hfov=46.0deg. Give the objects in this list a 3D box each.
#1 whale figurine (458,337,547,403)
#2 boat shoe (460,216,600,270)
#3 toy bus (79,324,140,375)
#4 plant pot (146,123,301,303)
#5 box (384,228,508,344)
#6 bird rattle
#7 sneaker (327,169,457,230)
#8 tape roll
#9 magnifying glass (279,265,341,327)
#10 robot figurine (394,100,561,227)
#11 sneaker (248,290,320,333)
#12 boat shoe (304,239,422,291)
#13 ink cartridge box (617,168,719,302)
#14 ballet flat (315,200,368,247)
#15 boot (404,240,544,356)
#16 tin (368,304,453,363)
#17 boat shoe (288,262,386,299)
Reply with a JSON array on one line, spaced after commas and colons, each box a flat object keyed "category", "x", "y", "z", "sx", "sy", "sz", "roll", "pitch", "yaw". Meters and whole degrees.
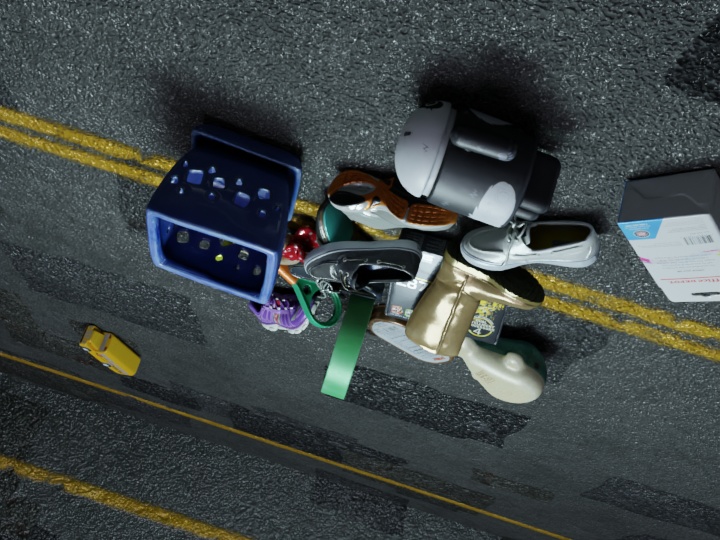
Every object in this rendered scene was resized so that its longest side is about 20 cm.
[{"category": "whale figurine", "x": 0.256, "y": 0.160, "z": 1.574, "sx": 0.198, "sy": 0.105, "sz": 0.159, "roll": 33, "pitch": 153, "yaw": -8}, {"category": "boat shoe", "x": 0.232, "y": -0.047, "z": 1.194, "sx": 0.199, "sy": 0.076, "sz": 0.086, "roll": 4, "pitch": 152, "yaw": 24}, {"category": "toy bus", "x": -0.709, "y": 0.227, "z": 2.403, "sx": 0.077, "sy": 0.066, "sz": 0.201, "roll": 7, "pitch": 152, "yaw": 22}, {"category": "plant pot", "x": -0.195, "y": -0.091, "z": 1.275, "sx": 0.197, "sy": 0.182, "sz": 0.200, "roll": 19, "pitch": 156, "yaw": -2}, {"category": "box", "x": 0.146, "y": 0.028, "z": 1.380, "sx": 0.197, "sy": 0.049, "sz": 0.163, "roll": 16, "pitch": 132, "yaw": 7}, {"category": "bird rattle", "x": -0.151, "y": -0.052, "z": 1.469, "sx": 0.196, "sy": 0.115, "sz": 0.163, "roll": 9, "pitch": 168, "yaw": -11}, {"category": "sneaker", "x": 0.054, "y": -0.093, "z": 1.243, "sx": 0.197, "sy": 0.077, "sz": 0.092, "roll": 16, "pitch": 164, "yaw": 25}, {"category": "tape roll", "x": -0.023, "y": 0.137, "z": 1.587, "sx": 0.047, "sy": 0.203, "sz": 0.201, "roll": 17, "pitch": 155, "yaw": 0}, {"category": "magnifying glass", "x": -0.109, "y": 0.032, "z": 1.603, "sx": 0.022, "sy": 0.080, "sz": 0.200, "roll": -7, "pitch": 134, "yaw": 50}, {"category": "robot figurine", "x": 0.140, "y": -0.131, "z": 1.036, "sx": 0.197, "sy": 0.126, "sz": 0.152, "roll": 19, "pitch": 132, "yaw": -1}, {"category": "sneaker", "x": -0.160, "y": 0.077, "z": 1.713, "sx": 0.198, "sy": 0.082, "sz": 0.083, "roll": -10, "pitch": 138, "yaw": 46}, {"category": "boat shoe", "x": 0.000, "y": 0.000, "z": 1.322, "sx": 0.196, "sy": 0.067, "sz": 0.070, "roll": -3, "pitch": 142, "yaw": 17}, {"category": "ink cartridge box", "x": 0.422, "y": -0.038, "z": 1.087, "sx": 0.114, "sy": 0.069, "sz": 0.200, "roll": -4, "pitch": 146, "yaw": 39}, {"category": "ballet flat", "x": -0.032, "y": -0.046, "z": 1.391, "sx": 0.068, "sy": 0.069, "sz": 0.200, "roll": 9, "pitch": 154, "yaw": 38}, {"category": "boot", "x": 0.175, "y": 0.063, "z": 1.327, "sx": 0.173, "sy": 0.066, "sz": 0.202, "roll": 29, "pitch": 133, "yaw": 11}, {"category": "tin", "x": 0.103, "y": 0.130, "z": 1.684, "sx": 0.198, "sy": 0.042, "sz": 0.111, "roll": 31, "pitch": 157, "yaw": -24}, {"category": "boat shoe", "x": -0.045, "y": 0.014, "z": 1.521, "sx": 0.197, "sy": 0.063, "sz": 0.075, "roll": 10, "pitch": 156, "yaw": 19}]
